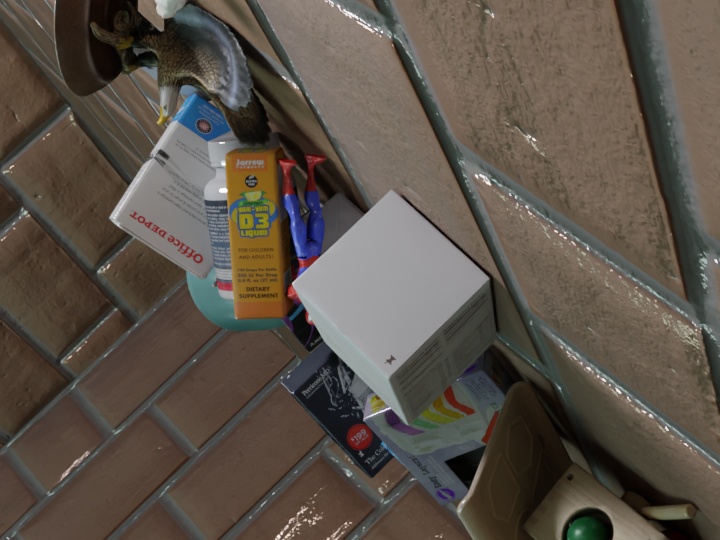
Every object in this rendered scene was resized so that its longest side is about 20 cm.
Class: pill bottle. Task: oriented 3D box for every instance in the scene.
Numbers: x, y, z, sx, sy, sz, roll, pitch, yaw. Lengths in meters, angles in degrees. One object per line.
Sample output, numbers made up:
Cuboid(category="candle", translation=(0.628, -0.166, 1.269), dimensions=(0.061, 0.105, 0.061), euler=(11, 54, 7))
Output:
Cuboid(category="pill bottle", translation=(-0.135, -0.070, 1.648), dimensions=(0.120, 0.119, 0.201), euler=(-158, 58, -69))

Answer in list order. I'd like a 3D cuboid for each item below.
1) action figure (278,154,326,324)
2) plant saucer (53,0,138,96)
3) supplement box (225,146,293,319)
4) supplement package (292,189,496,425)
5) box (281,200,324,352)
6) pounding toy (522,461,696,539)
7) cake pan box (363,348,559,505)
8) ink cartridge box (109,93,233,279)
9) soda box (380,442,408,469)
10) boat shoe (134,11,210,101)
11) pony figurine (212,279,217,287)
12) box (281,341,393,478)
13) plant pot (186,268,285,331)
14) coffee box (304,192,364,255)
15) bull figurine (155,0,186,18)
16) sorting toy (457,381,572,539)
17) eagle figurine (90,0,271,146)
Cuboid(category="action figure", translation=(-0.049, -0.028, 1.514), dimensions=(0.099, 0.065, 0.201), euler=(20, 117, 54))
Cuboid(category="plant saucer", translation=(-0.298, -0.299, 1.499), dimensions=(0.034, 0.201, 0.200), euler=(8, 162, 10))
Cuboid(category="supplement box", translation=(-0.121, -0.045, 1.557), dimensions=(0.069, 0.066, 0.201), euler=(-54, -39, -78))
Cuboid(category="supplement package", translation=(0.044, 0.045, 1.427), dimensions=(0.152, 0.151, 0.200), euler=(43, 171, 20))
Cuboid(category="box", translation=(-0.064, 0.012, 1.808), dimensions=(0.036, 0.143, 0.200), euler=(47, 175, 41))
Cuboid(category="pounding toy", translation=(0.311, 0.310, 1.498), dimensions=(0.184, 0.142, 0.200), euler=(38, 179, 46))
Cuboid(category="cake pan box", translation=(0.131, 0.203, 1.654), dimensions=(0.200, 0.184, 0.052), euler=(51, -149, -30))
Cuboid(category="ink cartridge box", translation=(-0.219, -0.110, 1.725), dimensions=(0.146, 0.200, 0.084), euler=(35, 174, -16))
Cuboid(category="soda box", translation=(0.128, 0.241, 1.875), dimensions=(0.200, 0.064, 0.068), euler=(6, -156, -45))
Cuboid(category="boat shoe", translation=(-0.256, -0.282, 1.673), dimensions=(0.069, 0.057, 0.200), euler=(14, 168, 44))
Cuboid(category="pony figurine", translation=(-0.145, -0.053, 1.853), dimensions=(0.167, 0.193, 0.201), euler=(-46, 56, 47))
Cuboid(category="box", translation=(0.017, 0.173, 1.962), dimensions=(0.182, 0.200, 0.104), euler=(47, 173, -11))
Cuboid(category="plant pot", translation=(-0.149, 0.001, 2.041), dimensions=(0.201, 0.201, 0.161), euler=(50, 158, -23))
Cuboid(category="coffee box", translation=(0.000, 0.000, 1.661), dimensions=(0.114, 0.080, 0.200), euler=(43, 170, 22))
Cuboid(category="bull figurine", translation=(-0.242, -0.345, 1.308), dimensions=(0.121, 0.065, 0.200), euler=(33, 163, 46))
Cuboid(category="sorting toy", translation=(0.186, 0.263, 1.555), dimensions=(0.036, 0.200, 0.185), euler=(-3, 130, 37))
Cuboid(category="eagle figurine", translation=(-0.190, -0.231, 1.489), dimensions=(0.199, 0.151, 0.152), euler=(15, -152, 11))
